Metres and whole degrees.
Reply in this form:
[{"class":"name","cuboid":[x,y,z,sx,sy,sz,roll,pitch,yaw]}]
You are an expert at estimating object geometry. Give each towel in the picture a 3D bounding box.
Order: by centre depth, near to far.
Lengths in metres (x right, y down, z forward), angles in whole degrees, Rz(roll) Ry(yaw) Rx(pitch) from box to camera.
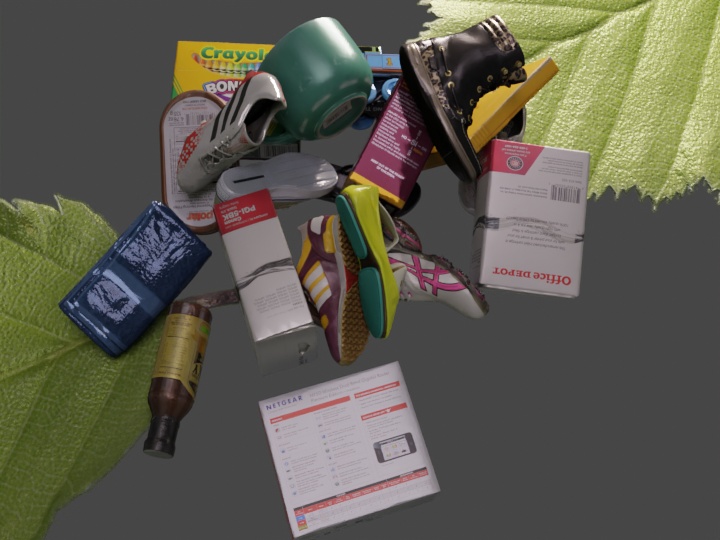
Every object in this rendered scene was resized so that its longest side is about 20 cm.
[{"class":"towel","cuboid":[-0.302,0.011,1.247,0.111,0.049,0.200,42,82,-1]}]

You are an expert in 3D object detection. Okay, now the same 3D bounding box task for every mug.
[{"class":"mug","cuboid":[-0.064,-0.247,1.299,0.151,0.185,0.115,-24,71,-44]}]

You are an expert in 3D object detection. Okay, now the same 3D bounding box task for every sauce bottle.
[{"class":"sauce bottle","cuboid":[-0.244,0.144,1.213,0.063,0.065,0.204,9,68,1]}]

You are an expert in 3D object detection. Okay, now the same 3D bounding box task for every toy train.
[{"class":"toy train","cuboid":[0.051,-0.280,1.405,0.196,0.087,0.116,0,60,-3]}]

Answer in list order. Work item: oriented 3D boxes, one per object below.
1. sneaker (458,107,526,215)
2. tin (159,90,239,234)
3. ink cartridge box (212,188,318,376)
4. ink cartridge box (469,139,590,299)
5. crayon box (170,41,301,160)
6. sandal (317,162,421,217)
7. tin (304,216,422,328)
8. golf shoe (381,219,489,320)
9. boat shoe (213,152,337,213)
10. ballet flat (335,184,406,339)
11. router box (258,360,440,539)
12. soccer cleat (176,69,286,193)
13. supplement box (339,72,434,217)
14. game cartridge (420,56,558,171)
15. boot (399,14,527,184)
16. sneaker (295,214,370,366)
[{"class":"sneaker","cuboid":[0.197,-0.174,1.366,0.073,0.082,0.203,18,66,5]},{"class":"tin","cuboid":[-0.230,-0.154,1.308,0.110,0.042,0.205,-3,90,5]},{"class":"ink cartridge box","cuboid":[-0.127,0.019,1.227,0.081,0.147,0.203,-17,67,-9]},{"class":"ink cartridge box","cuboid":[0.234,-0.067,1.286,0.142,0.084,0.204,7,85,-6]},{"class":"crayon box","cuboid":[-0.185,-0.257,1.393,0.196,0.058,0.176,2,66,-3]},{"class":"sandal","cuboid":[-0.008,-0.125,1.353,0.196,0.045,0.076,11,66,2]},{"class":"tin","cuboid":[0.000,0.000,1.304,0.199,0.042,0.112,-36,69,-17]},{"class":"golf shoe","cuboid":[0.083,0.014,1.254,0.199,0.073,0.093,36,89,14]},{"class":"boat shoe","cuboid":[-0.122,-0.117,1.291,0.197,0.062,0.073,-11,63,-37]},{"class":"ballet flat","cuboid":[0.025,-0.015,1.198,0.066,0.067,0.204,-18,97,-25]},{"class":"router box","cuboid":[-0.016,0.233,1.193,0.196,0.049,0.182,-14,68,-9]},{"class":"soccer cleat","cuboid":[-0.173,-0.175,1.225,0.200,0.068,0.085,-47,47,11]},{"class":"supplement box","cuboid":[0.056,-0.181,1.280,0.085,0.110,0.203,28,79,-5]},{"class":"game cartridge","cuboid":[0.176,-0.223,1.344,0.200,0.176,0.033,-47,106,-18]},{"class":"boot","cuboid":[0.152,-0.231,1.211,0.148,0.073,0.203,-25,81,-10]},{"class":"sneaker","cuboid":[-0.042,0.028,1.239,0.089,0.074,0.204,-9,78,33]}]
